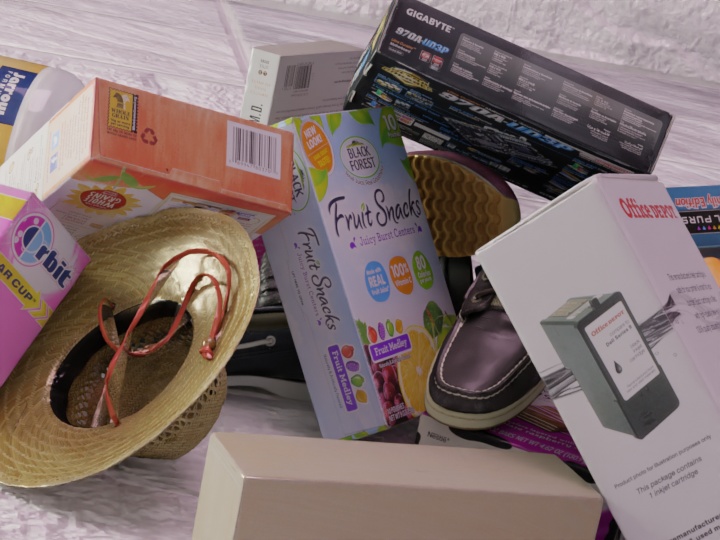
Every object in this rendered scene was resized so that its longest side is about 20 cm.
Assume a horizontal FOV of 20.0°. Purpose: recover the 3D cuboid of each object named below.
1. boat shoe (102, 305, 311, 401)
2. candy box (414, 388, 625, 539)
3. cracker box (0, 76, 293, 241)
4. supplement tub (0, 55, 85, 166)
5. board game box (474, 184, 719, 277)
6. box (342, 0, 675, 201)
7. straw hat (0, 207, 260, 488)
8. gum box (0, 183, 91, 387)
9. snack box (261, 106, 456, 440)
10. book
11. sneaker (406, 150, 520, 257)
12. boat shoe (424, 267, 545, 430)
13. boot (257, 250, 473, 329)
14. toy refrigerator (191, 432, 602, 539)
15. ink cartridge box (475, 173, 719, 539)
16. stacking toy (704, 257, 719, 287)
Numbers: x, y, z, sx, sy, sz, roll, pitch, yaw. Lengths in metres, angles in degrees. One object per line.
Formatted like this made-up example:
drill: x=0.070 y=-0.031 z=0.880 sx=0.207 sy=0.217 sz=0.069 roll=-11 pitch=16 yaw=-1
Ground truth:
boat shoe: x=-0.092 y=0.045 z=1.344 sx=0.198 sy=0.061 sz=0.076 roll=4 pitch=16 yaw=-29
candy box: x=0.129 y=0.114 z=1.250 sx=0.135 sy=0.062 sz=0.200 roll=18 pitch=14 yaw=22
cracker box: x=-0.146 y=-0.041 z=1.252 sx=0.133 sy=0.058 sz=0.200 roll=14 pitch=-26 yaw=-29
supplement tub: x=-0.288 y=-0.094 z=1.557 sx=0.198 sy=0.146 sz=0.144 roll=13 pitch=14 yaw=7
board game box: x=0.202 y=-0.011 z=1.418 sx=0.198 sy=0.047 sz=0.151 roll=-4 pitch=-18 yaw=-28
box: x=0.094 y=-0.106 z=1.370 sx=0.198 sy=0.046 sz=0.159 roll=23 pitch=-12 yaw=-4
straw hat: x=-0.125 y=0.065 z=1.162 sx=0.200 sy=0.201 sz=0.085 roll=26 pitch=-20 yaw=45
gum box: x=-0.270 y=0.000 z=1.200 sx=0.199 sy=0.114 sz=0.066 roll=14 pitch=-28 yaw=40
snack box: x=0.000 y=0.000 z=1.318 sx=0.053 sy=0.202 sz=0.142 roll=-18 pitch=-2 yaw=27
book: x=-0.056 y=-0.068 z=1.527 sx=0.048 sy=0.202 sz=0.133 roll=18 pitch=15 yaw=23
sneaker: x=0.049 y=-0.054 z=1.449 sx=0.199 sy=0.076 sz=0.090 roll=10 pitch=16 yaw=42
boat shoe: x=0.094 y=0.018 z=1.222 sx=0.071 sy=0.067 sz=0.201 roll=16 pitch=38 yaw=24
boot: x=0.006 y=0.020 z=1.491 sx=0.156 sy=0.080 sz=0.211 roll=-5 pitch=-4 yaw=4
toy refrigerator: x=0.017 y=0.134 z=1.052 sx=0.198 sy=0.077 sz=0.070 roll=5 pitch=15 yaw=-23
ink cartridge box: x=0.161 y=0.054 z=1.115 sx=0.084 sy=0.201 sz=0.146 roll=-31 pitch=-11 yaw=20
stacking toy: x=0.183 y=0.032 z=1.315 sx=0.198 sy=0.117 sz=0.110 roll=6 pitch=0 yaw=-4
